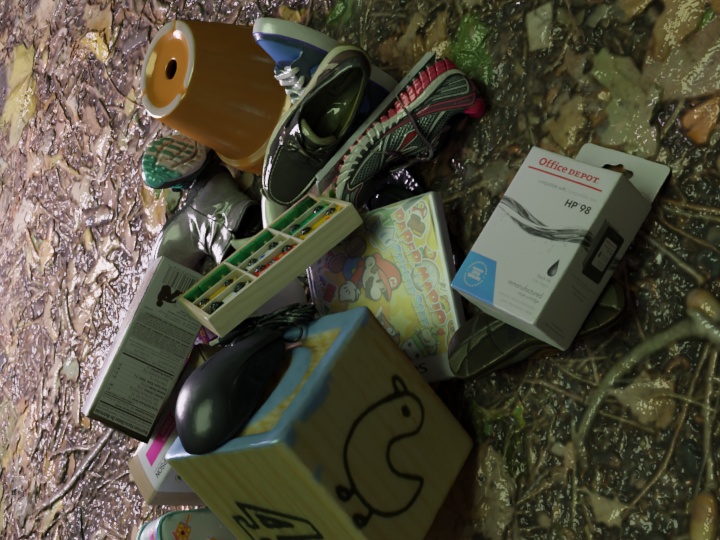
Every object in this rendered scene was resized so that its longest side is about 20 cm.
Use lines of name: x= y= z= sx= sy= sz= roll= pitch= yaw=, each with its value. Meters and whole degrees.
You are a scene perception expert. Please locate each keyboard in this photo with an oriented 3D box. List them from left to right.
keyboard: x=0.018 y=-0.165 z=1.280 sx=0.011 sy=0.056 sz=0.200 roll=40 pitch=83 yaw=12

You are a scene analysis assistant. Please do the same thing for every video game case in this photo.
video game case: x=0.026 y=0.033 z=1.258 sx=0.182 sy=0.023 sz=0.201 roll=-16 pitch=79 yaw=31

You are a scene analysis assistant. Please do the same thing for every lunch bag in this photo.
lunch bag: x=-0.167 y=0.360 z=1.326 sx=0.077 sy=0.200 sz=0.161 roll=-29 pitch=63 yaw=43

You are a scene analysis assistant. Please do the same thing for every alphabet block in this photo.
alphabet block: x=-0.040 y=0.184 z=1.169 sx=0.196 sy=0.200 sz=0.196 roll=-16 pitch=31 yaw=47

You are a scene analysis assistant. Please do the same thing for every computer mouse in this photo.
computer mouse: x=-0.133 y=0.099 z=1.143 sx=0.138 sy=0.053 sz=0.200 roll=-23 pitch=25 yaw=34

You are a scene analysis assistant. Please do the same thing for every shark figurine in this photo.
shark figurine: x=-0.087 y=-0.088 z=1.428 sx=0.128 sy=0.089 sz=0.215 roll=4 pitch=93 yaw=15

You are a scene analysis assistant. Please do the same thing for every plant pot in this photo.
plant pot: x=-0.172 y=-0.236 z=1.467 sx=0.200 sy=0.183 sz=0.201 roll=-12 pitch=73 yaw=46

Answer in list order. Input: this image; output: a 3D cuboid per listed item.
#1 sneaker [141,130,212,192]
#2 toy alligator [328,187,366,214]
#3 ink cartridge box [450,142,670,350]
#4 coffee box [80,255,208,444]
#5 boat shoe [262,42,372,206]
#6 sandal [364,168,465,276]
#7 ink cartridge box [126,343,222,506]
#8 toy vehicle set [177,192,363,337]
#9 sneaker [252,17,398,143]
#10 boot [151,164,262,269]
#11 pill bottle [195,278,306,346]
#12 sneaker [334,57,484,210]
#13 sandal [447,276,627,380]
sneaker: x=-0.248 y=-0.141 z=1.569 sx=0.077 sy=0.200 sz=0.091 roll=23 pitch=118 yaw=4
toy alligator: x=0.000 y=0.000 z=1.329 sx=0.059 sy=0.054 sz=0.201 roll=-21 pitch=73 yaw=16
ink cartridge box: x=0.187 y=-0.040 z=1.071 sx=0.116 sy=0.067 sz=0.200 roll=26 pitch=83 yaw=48
coffee box: x=-0.246 y=0.092 z=1.331 sx=0.201 sy=0.080 sz=0.113 roll=-66 pitch=14 yaw=-9
boat shoe: x=-0.051 y=-0.155 z=1.256 sx=0.201 sy=0.072 sz=0.066 roll=-58 pitch=12 yaw=18
sandal: x=0.050 y=-0.059 z=1.285 sx=0.075 sy=0.048 sz=0.201 roll=-57 pitch=47 yaw=23
ink cartridge box: x=-0.162 y=0.193 z=1.382 sx=0.200 sy=0.164 sz=0.075 roll=-58 pitch=46 yaw=23
toy vehicle set: x=-0.101 y=-0.010 z=1.254 sx=0.200 sy=0.027 sz=0.124 roll=-40 pitch=22 yaw=-14
sneaker: x=-0.055 y=-0.185 z=1.309 sx=0.081 sy=0.200 sz=0.147 roll=12 pitch=79 yaw=61
boot: x=-0.211 y=-0.036 z=1.555 sx=0.200 sy=0.068 sz=0.131 roll=-59 pitch=43 yaw=19
pill bottle: x=-0.156 y=0.066 z=1.430 sx=0.200 sy=0.112 sz=0.113 roll=-33 pitch=59 yaw=46
sneaker: x=0.048 y=-0.139 z=1.254 sx=0.075 sy=0.081 sz=0.200 roll=46 pitch=104 yaw=10
sandal: x=0.174 y=0.060 z=1.114 sx=0.200 sy=0.055 sz=0.082 roll=-32 pitch=46 yaw=31
